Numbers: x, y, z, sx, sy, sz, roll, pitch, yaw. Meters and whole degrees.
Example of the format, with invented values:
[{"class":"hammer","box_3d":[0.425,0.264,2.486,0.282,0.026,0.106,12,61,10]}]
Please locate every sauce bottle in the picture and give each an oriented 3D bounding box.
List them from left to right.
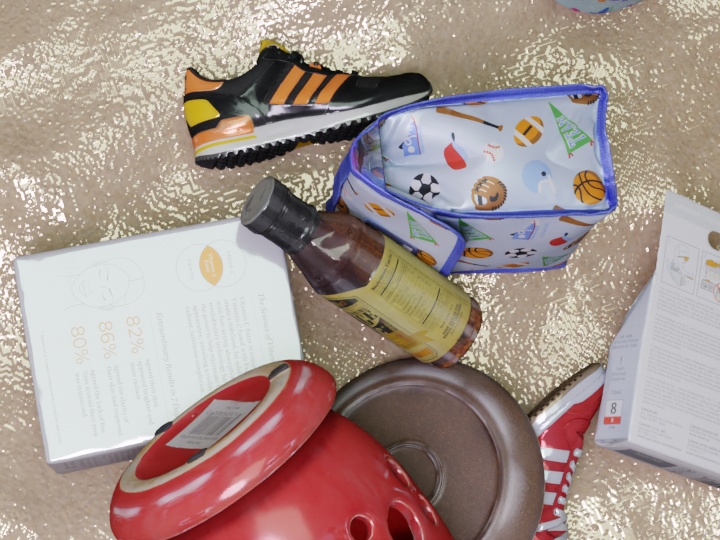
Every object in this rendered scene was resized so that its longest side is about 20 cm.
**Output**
[{"class":"sauce bottle","box_3d":[0.000,0.000,1.238,0.199,0.066,0.067,34,76,-23]}]

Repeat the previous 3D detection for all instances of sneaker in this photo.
[{"class":"sneaker","box_3d":[-0.043,-0.144,1.330,0.198,0.070,0.091,-15,85,-8]},{"class":"sneaker","box_3d":[0.146,0.174,1.295,0.112,0.071,0.200,43,85,6]}]

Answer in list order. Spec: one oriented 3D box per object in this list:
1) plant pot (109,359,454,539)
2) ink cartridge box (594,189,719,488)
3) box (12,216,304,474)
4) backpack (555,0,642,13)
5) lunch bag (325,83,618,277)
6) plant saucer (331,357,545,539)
[{"class":"plant pot","box_3d":[-0.059,0.177,1.127,0.200,0.200,0.183,-38,104,-12]},{"class":"ink cartridge box","box_3d":[0.268,0.060,1.320,0.161,0.050,0.202,20,70,-27]},{"class":"box","box_3d":[-0.146,0.055,1.261,0.197,0.106,0.154,-10,80,-9]},{"class":"backpack","box_3d":[0.196,-0.318,1.361,0.176,0.151,0.202,-27,88,-13]},{"class":"lunch bag","box_3d":[0.077,-0.059,1.281,0.197,0.170,0.125,-2,74,-9]},{"class":"plant saucer","box_3d":[0.038,0.158,1.265,0.198,0.032,0.203,-6,70,16]}]
